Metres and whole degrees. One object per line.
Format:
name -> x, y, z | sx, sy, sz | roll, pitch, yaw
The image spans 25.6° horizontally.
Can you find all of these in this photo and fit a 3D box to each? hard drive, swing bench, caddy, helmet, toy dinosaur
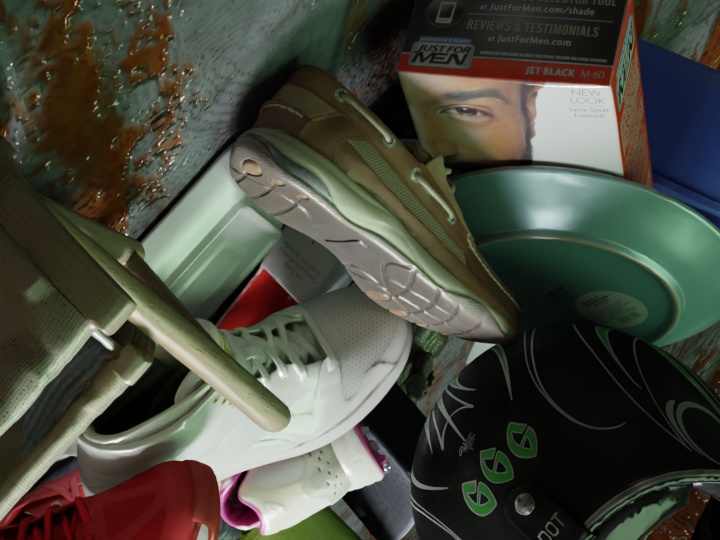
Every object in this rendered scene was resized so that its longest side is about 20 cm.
hard drive -> -0.001, 0.104, 1.015 | 0.042, 0.135, 0.200 | -38, 169, -16
swing bench -> -0.159, 0.067, 0.621 | 0.199, 0.130, 0.200 | -46, 157, -1
caddy -> 0.179, -0.079, 0.986 | 0.106, 0.199, 0.141 | -65, 157, 6
helmet -> 0.122, 0.123, 0.865 | 0.198, 0.191, 0.202 | -10, 118, -19
toy dinosaur -> 0.046, 0.035, 1.138 | 0.202, 0.076, 0.102 | -64, 177, 7

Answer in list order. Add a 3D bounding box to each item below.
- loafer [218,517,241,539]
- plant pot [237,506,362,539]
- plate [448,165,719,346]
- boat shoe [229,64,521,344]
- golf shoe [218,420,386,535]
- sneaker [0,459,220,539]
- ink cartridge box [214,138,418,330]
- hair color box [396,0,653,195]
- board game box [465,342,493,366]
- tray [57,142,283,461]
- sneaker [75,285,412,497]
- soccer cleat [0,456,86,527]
loafer -> -0.168, 0.178, 0.955 | 0.199, 0.073, 0.073 | -39, 123, -4
plant pot -> -0.054, 0.228, 1.051 | 0.200, 0.200, 0.191 | -41, 118, -16
plate -> 0.112, 0.006, 0.883 | 0.201, 0.198, 0.026 | 98, 4, -61
boat shoe -> 0.022, -0.029, 0.797 | 0.200, 0.075, 0.072 | 40, 67, -39
golf shoe -> -0.059, 0.107, 0.940 | 0.091, 0.076, 0.200 | -37, -170, -17
sneaker -> -0.164, 0.147, 0.757 | 0.115, 0.079, 0.200 | 28, 119, -36
ink cartridge box -> 0.000, 0.000, 0.971 | 0.177, 0.045, 0.200 | -55, 161, 19
hair color box -> 0.095, -0.066, 0.851 | 0.201, 0.110, 0.064 | 67, 34, -56
board game box -> 0.157, -0.025, 1.154 | 0.201, 0.064, 0.148 | -58, 174, -42
tray -> -0.109, 0.027, 0.812 | 0.200, 0.022, 0.107 | -47, 163, 1
sneaker -> -0.055, 0.052, 0.806 | 0.199, 0.074, 0.116 | -30, 159, -16
soccer cleat -> -0.141, 0.122, 0.869 | 0.200, 0.067, 0.076 | -42, 169, -3
